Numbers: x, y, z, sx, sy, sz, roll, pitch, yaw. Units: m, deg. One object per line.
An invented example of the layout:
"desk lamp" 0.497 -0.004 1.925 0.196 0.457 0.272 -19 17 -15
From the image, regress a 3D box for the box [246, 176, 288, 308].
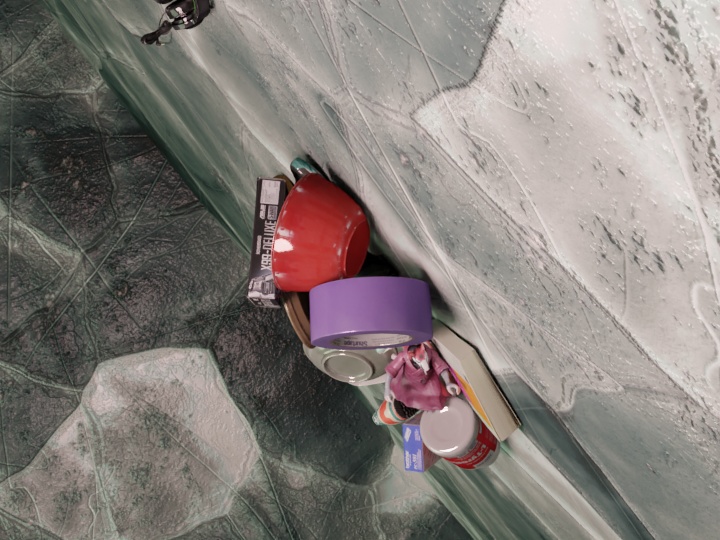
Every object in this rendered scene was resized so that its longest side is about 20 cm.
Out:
"box" -0.154 -0.043 1.527 0.158 0.049 0.203 102 172 -83

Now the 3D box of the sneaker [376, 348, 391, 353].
"sneaker" 0.064 0.118 1.656 0.075 0.089 0.199 49 156 -21

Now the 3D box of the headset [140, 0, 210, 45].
"headset" -0.301 -0.421 1.398 0.124 0.094 0.200 51 158 -1

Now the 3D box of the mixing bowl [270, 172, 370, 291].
"mixing bowl" -0.051 -0.048 1.455 0.107 0.202 0.201 16 157 19

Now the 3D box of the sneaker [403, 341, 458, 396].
"sneaker" 0.118 0.192 1.754 0.201 0.087 0.074 54 168 -17

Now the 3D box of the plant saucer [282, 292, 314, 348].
"plant saucer" -0.111 0.049 1.693 0.200 0.029 0.202 -19 -90 -82

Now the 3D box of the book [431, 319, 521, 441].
"book" 0.190 0.189 1.559 0.201 0.048 0.134 58 171 -31

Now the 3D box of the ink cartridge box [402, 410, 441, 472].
"ink cartridge box" 0.147 0.326 1.792 0.044 0.199 0.095 1 98 29

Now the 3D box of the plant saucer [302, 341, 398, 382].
"plant saucer" -0.023 0.179 1.810 0.198 0.051 0.201 6 142 5

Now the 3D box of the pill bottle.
"pill bottle" 0.200 0.320 1.725 0.112 0.112 0.200 43 -178 35

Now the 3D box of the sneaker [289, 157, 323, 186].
"sneaker" -0.090 -0.112 1.576 0.078 0.091 0.201 41 166 38

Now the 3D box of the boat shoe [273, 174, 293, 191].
"boat shoe" -0.125 -0.103 1.799 0.065 0.073 0.201 37 -153 -62

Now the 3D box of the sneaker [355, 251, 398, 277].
"sneaker" -0.021 0.020 1.611 0.198 0.076 0.115 -16 111 37

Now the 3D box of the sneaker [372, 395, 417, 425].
"sneaker" 0.096 0.262 1.832 0.093 0.199 0.071 -31 86 36

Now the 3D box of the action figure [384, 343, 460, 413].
"action figure" 0.111 0.173 1.601 0.201 0.132 0.150 86 -173 -55

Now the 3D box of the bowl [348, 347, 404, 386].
"bowl" 0.013 0.152 1.867 0.198 0.075 0.200 -18 136 31

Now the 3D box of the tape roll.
"tape roll" 0.017 0.072 1.444 0.200 0.197 0.086 104 164 -77
